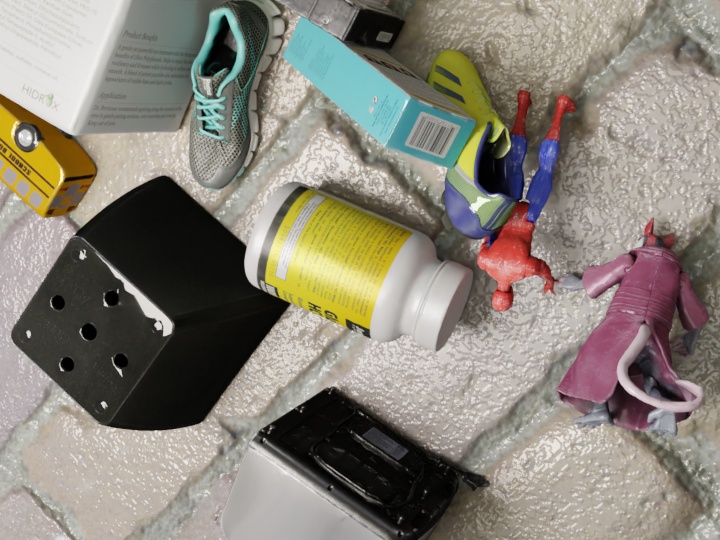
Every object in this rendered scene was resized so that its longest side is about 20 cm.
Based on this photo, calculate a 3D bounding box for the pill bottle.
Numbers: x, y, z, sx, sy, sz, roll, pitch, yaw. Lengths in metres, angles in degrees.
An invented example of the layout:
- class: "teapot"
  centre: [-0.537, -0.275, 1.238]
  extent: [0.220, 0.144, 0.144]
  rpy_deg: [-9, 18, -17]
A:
- class: "pill bottle"
  centre: [0.000, 0.000, 1.053]
  extent: [0.200, 0.112, 0.113]
  rpy_deg: [23, 105, 16]

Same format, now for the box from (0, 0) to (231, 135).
- class: "box"
  centre: [-0.269, -0.249, 1.066]
  extent: [0.200, 0.199, 0.171]
  rpy_deg: [31, 106, 13]

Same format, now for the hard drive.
- class: "hard drive"
  centre: [-0.065, -0.272, 1.022]
  extent: [0.200, 0.140, 0.038]
  rpy_deg: [33, 107, 13]

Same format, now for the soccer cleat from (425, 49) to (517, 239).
- class: "soccer cleat"
  centre: [0.105, -0.122, 0.983]
  extent: [0.084, 0.065, 0.200]
  rpy_deg: [-40, 45, 46]

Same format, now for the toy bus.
- class: "toy bus"
  centre: [-0.381, -0.150, 1.194]
  extent: [0.200, 0.065, 0.078]
  rpy_deg: [40, 110, 10]

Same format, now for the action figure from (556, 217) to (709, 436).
- class: "action figure"
  centre: [0.236, 0.038, 0.956]
  extent: [0.134, 0.149, 0.200]
  rpy_deg: [14, 70, 8]

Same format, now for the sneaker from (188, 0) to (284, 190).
- class: "sneaker"
  centre: [-0.141, -0.176, 1.089]
  extent: [0.078, 0.091, 0.200]
  rpy_deg: [17, 104, 17]

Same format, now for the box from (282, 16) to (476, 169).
- class: "box"
  centre: [0.012, -0.164, 0.988]
  extent: [0.200, 0.082, 0.049]
  rpy_deg: [47, 116, 46]

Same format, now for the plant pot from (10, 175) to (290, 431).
- class: "plant pot"
  centre: [-0.224, 0.044, 1.107]
  extent: [0.200, 0.177, 0.200]
  rpy_deg: [41, 109, 11]

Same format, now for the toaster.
- class: "toaster"
  centre: [-0.010, 0.221, 1.057]
  extent: [0.200, 0.181, 0.119]
  rpy_deg: [32, 110, 14]

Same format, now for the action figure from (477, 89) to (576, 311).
- class: "action figure"
  centre: [0.156, -0.054, 1.023]
  extent: [0.065, 0.099, 0.200]
  rpy_deg: [11, 79, 21]
